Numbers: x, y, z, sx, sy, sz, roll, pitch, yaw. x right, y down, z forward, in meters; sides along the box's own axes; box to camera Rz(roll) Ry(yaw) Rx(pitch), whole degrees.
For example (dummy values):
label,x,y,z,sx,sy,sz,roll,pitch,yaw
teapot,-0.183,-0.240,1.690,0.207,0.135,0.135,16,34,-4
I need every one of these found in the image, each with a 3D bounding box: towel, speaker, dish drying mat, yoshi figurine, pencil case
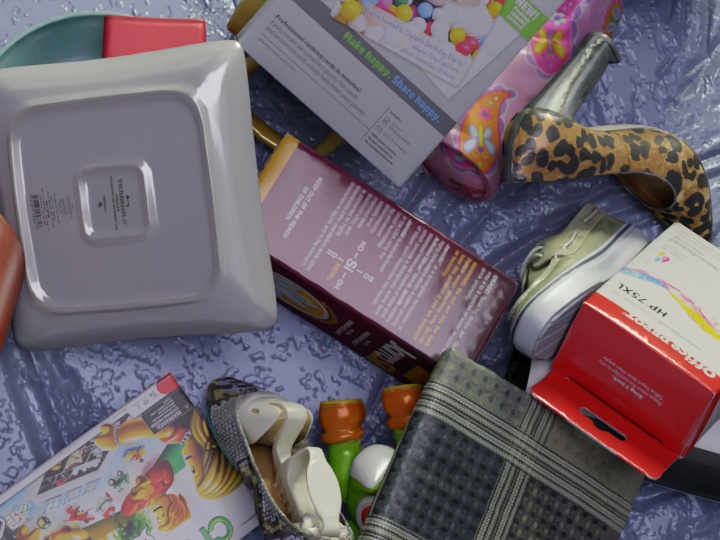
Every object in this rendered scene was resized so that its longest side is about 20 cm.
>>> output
label,x,y,z,sx,sy,sz,roll,pitch,yaw
towel,0.093,0.181,1.534,0.199,0.034,0.194,33,69,-25
speaker,0.202,0.112,1.626,0.199,0.081,0.082,17,76,-9
dish drying mat,-0.148,-0.084,1.587,0.076,0.018,0.202,1,78,-12
yoshi figurine,0.029,0.186,1.574,0.111,0.112,0.202,-4,80,-33
pencil case,0.117,-0.149,1.660,0.087,0.087,0.201,36,74,-3

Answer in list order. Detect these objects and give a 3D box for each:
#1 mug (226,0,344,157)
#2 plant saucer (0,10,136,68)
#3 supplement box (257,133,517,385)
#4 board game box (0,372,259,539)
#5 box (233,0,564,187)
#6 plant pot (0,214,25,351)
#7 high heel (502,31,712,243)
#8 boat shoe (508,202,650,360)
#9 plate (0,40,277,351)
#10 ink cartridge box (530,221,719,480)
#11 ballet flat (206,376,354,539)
label,x,y,z,sx,sy,sz,roll,pitch,yaw
mug,-0.003,-0.182,1.622,0.153,0.187,0.150,37,47,-5
plant saucer,-0.190,-0.087,1.606,0.198,0.036,0.202,2,79,-11
supplement box,0.000,0.000,1.590,0.199,0.110,0.086,33,75,-4
board game box,-0.179,0.181,1.557,0.200,0.035,0.127,-36,89,-16
box,0.035,-0.183,1.525,0.156,0.041,0.200,41,95,-13
plant pot,-0.322,0.047,1.459,0.200,0.201,0.196,23,48,-7
high heel,0.182,-0.058,1.637,0.143,0.071,0.200,-50,117,-28
boat shoe,0.147,0.007,1.608,0.062,0.072,0.200,35,30,13
plate,-0.166,-0.048,1.521,0.198,0.032,0.201,-5,97,15
ink cartridge box,0.220,0.055,1.582,0.116,0.068,0.200,34,38,15
ballet flat,-0.050,0.133,1.531,0.072,0.072,0.201,-14,49,-14
